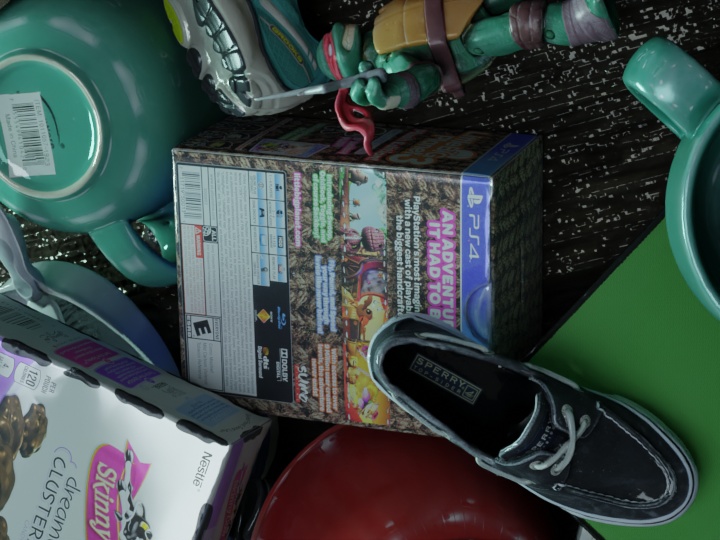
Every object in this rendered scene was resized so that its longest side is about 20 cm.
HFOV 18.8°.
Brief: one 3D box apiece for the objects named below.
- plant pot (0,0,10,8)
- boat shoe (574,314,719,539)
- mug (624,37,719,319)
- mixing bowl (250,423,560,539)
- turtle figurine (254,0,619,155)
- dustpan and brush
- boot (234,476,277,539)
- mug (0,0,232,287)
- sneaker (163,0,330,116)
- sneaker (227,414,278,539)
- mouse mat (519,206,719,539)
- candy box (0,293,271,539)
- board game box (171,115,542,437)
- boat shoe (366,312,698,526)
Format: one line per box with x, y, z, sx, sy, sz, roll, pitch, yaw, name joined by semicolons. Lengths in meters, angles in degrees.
-0.263;-0.232;1.273;0.200;0.200;0.174;-32;109;28;plant pot
0.173;0.119;1.262;0.064;0.074;0.203;23;105;10;boat shoe
0.232;-0.048;1.137;0.151;0.114;0.186;-17;93;3;mug
0.041;0.187;1.265;0.199;0.108;0.202;-3;102;-15;mixing bowl
0.040;-0.143;1.197;0.199;0.101;0.151;-14;60;13;turtle figurine
-0.195;0.022;1.351;0.139;0.057;0.201;6;130;22;dustpan and brush
-0.021;0.219;1.345;0.131;0.070;0.201;-3;100;-18;boot
-0.154;-0.090;1.303;0.185;0.114;0.152;39;118;7;mug
-0.081;-0.181;1.269;0.077;0.079;0.201;-42;70;56;sneaker
-0.096;0.170;1.381;0.078;0.089;0.201;4;111;21;sneaker
0.185;0.064;1.215;0.161;0.008;0.200;44;94;-4;mouse mat
-0.175;0.129;1.284;0.199;0.072;0.169;23;104;13;candy box
0.000;0.000;1.278;0.199;0.097;0.160;7;110;21;board game box
0.095;0.084;1.179;0.199;0.068;0.072;30;94;-3;boat shoe
